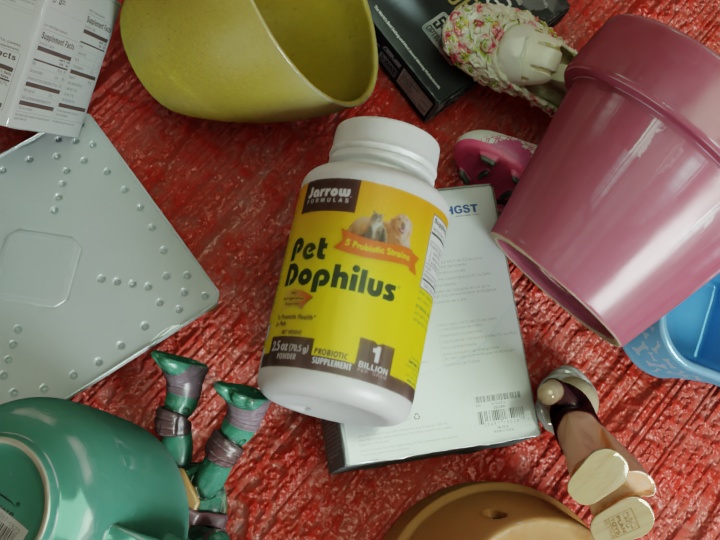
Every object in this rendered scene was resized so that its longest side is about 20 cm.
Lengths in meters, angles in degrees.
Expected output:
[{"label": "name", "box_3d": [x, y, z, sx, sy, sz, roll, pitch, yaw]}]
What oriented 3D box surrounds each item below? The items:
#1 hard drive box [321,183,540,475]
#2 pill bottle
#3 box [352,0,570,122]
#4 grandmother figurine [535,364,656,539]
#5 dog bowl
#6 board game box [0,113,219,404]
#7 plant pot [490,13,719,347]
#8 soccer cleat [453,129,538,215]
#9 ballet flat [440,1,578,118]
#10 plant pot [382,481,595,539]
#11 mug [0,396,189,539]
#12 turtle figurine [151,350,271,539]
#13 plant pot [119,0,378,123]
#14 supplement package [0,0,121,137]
[{"label": "hard drive box", "box_3d": [0.040, 0.045, 0.914, 0.154, 0.077, 0.202, -6, 78, -13]}, {"label": "pill bottle", "box_3d": [0.000, 0.000, 0.821, 0.108, 0.109, 0.202, 14, 74, -8]}, {"label": "box", "box_3d": [0.057, -0.251, 1.006, 0.157, 0.050, 0.201, -36, 86, -17]}, {"label": "grandmother figurine", "box_3d": [0.168, 0.126, 0.870, 0.060, 0.200, 0.122, -20, 107, 6]}, {"label": "dog bowl", "box_3d": [0.302, 0.048, 0.956, 0.199, 0.050, 0.112, 20, 85, -20]}, {"label": "board game box", "box_3d": [-0.237, 0.003, 0.870, 0.199, 0.026, 0.200, -33, 70, -17]}, {"label": "plant pot", "box_3d": [0.199, -0.052, 0.858, 0.200, 0.200, 0.179, 41, 90, 0]}, {"label": "soccer cleat", "box_3d": [0.170, -0.070, 0.981, 0.199, 0.070, 0.087, 32, 63, -8]}, {"label": "ballet flat", "box_3d": [0.158, -0.165, 0.963, 0.199, 0.064, 0.076, 19, 91, -30]}, {"label": "plant pot", "box_3d": [0.111, 0.250, 0.845, 0.198, 0.140, 0.202, 3, 77, -11]}, {"label": "mug", "box_3d": [-0.187, 0.153, 0.744, 0.184, 0.114, 0.153, -20, 67, 14]}, {"label": "turtle figurine", "box_3d": [-0.137, 0.168, 0.836, 0.149, 0.101, 0.202, 19, 90, 13]}, {"label": "plant pot", "box_3d": [-0.098, -0.194, 0.898, 0.141, 0.200, 0.202, -20, 78, 27]}, {"label": "supplement package", "box_3d": [-0.296, -0.183, 0.835, 0.198, 0.156, 0.112, 21, 95, 2]}]
